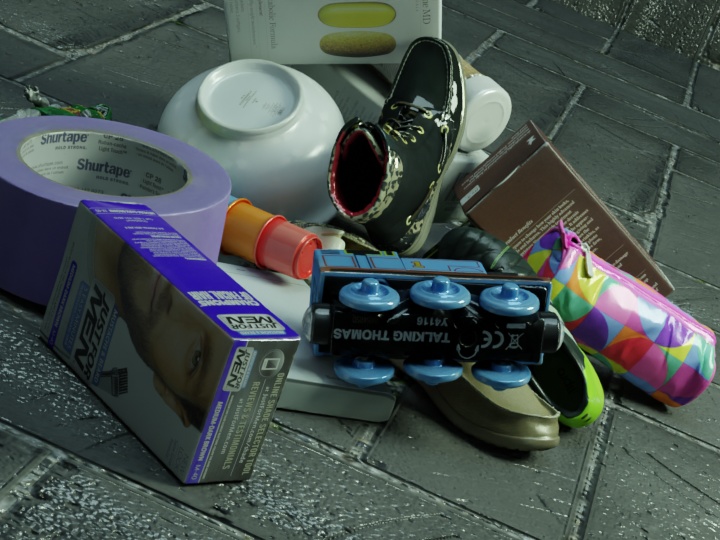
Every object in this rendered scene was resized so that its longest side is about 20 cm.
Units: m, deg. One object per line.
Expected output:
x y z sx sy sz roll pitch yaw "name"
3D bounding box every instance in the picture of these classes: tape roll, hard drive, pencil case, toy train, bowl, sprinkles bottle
-0.204 -0.045 1.384 0.198 0.086 0.200 11 21 -4 "tape roll"
-0.069 0.050 1.398 0.131 0.027 0.200 11 22 -29 "hard drive"
0.226 0.041 1.580 0.199 0.089 0.089 33 14 -19 "pencil case"
0.052 0.034 1.354 0.198 0.088 0.114 2 21 -8 "toy train"
-0.098 -0.124 1.603 0.199 0.091 0.202 0 48 0 "bowl"
0.059 -0.193 1.706 0.068 0.069 0.200 2 33 -44 "sprinkles bottle"

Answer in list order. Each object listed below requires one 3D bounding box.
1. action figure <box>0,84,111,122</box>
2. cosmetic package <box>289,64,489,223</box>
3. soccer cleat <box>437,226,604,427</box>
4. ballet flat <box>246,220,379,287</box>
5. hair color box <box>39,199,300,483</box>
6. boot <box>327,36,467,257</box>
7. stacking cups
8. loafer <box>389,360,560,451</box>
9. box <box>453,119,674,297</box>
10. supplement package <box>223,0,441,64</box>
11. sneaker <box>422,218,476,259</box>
-0.280 -0.133 1.639 0.117 0.055 0.200 23 15 14 "action figure"
0.022 -0.131 1.711 0.200 0.074 0.101 39 20 26 "cosmetic package"
0.133 0.042 1.475 0.201 0.067 0.081 53 5 12 "soccer cleat"
0.000 0.000 1.525 0.198 0.068 0.075 21 -17 -6 "ballet flat"
-0.134 0.045 1.214 0.064 0.110 0.200 1 27 -44 "hair color box"
0.034 -0.120 1.556 0.073 0.206 0.154 11 -6 19 "boot"
-0.121 -0.041 1.511 0.199 0.061 0.060 25 19 26 "stacking cups"
0.086 0.075 1.429 0.076 0.068 0.199 -1 29 -48 "loafer"
0.187 -0.029 1.651 0.200 0.100 0.075 46 10 -24 "box"
-0.024 -0.267 1.657 0.198 0.114 0.110 -1 43 3 "supplement package"
0.107 0.006 1.670 0.076 0.075 0.200 48 12 -13 "sneaker"
